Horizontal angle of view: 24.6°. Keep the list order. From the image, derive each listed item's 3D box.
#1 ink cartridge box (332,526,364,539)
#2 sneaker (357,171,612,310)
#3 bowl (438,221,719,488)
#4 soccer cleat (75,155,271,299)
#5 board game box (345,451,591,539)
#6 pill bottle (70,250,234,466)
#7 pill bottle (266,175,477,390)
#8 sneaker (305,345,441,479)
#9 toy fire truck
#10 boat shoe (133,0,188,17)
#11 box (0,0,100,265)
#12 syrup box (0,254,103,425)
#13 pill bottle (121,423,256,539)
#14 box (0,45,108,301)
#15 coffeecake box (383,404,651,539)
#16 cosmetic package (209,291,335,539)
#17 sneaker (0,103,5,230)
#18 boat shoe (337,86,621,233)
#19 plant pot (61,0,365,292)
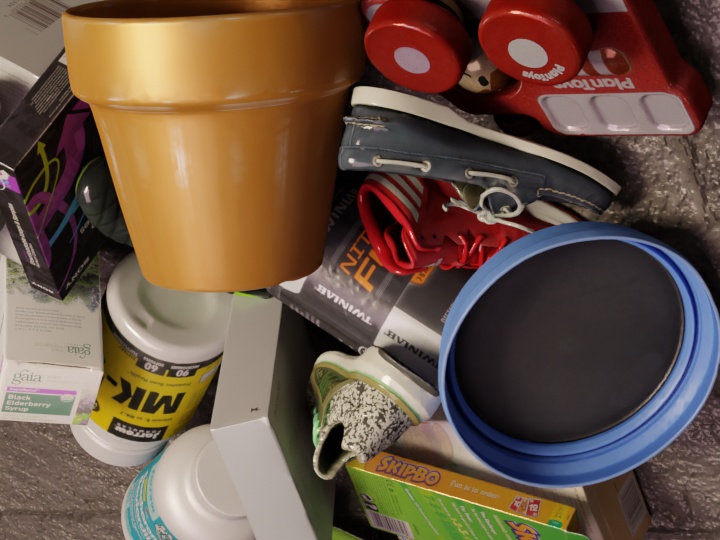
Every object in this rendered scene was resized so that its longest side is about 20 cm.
[{"bbox_3d":[-0.014,0.285,1.426,0.147,0.076,0.200,28,159,-16],"label":"ink cartridge box"},{"bbox_3d":[0.081,-0.009,1.153,0.200,0.116,0.078,34,137,7],"label":"sneaker"},{"bbox_3d":[0.149,0.057,1.138,0.200,0.039,0.201,-5,119,-9],"label":"bowl"},{"bbox_3d":[-0.136,-0.033,1.271,0.081,0.068,0.200,23,173,40],"label":"soccer cleat"},{"bbox_3d":[0.090,0.191,1.255,0.199,0.030,0.096,16,148,26],"label":"board game box"},{"bbox_3d":[-0.183,0.079,1.416,0.114,0.114,0.200,35,138,5],"label":"pill bottle"},{"bbox_3d":[0.000,0.000,1.225,0.200,0.106,0.106,32,137,8],"label":"pill bottle"},{"bbox_3d":[-0.014,0.111,1.209,0.077,0.089,0.200,42,161,-5],"label":"sneaker"},{"bbox_3d":[0.106,-0.141,1.044,0.199,0.112,0.168,1,144,36],"label":"toy fire truck"},{"bbox_3d":[-0.135,-0.135,1.235,0.066,0.072,0.201,22,137,55],"label":"boat shoe"},{"bbox_3d":[-0.256,-0.123,1.291,0.097,0.124,0.200,28,136,14],"label":"box"},{"bbox_3d":[-0.259,0.024,1.358,0.078,0.201,0.082,6,139,-18],"label":"syrup box"},{"bbox_3d":[-0.135,0.197,1.430,0.111,0.111,0.200,42,152,-2],"label":"pill bottle"},{"bbox_3d":[-0.214,-0.081,1.242,0.036,0.143,0.200,27,156,13],"label":"box"},{"bbox_3d":[0.108,0.158,1.305,0.199,0.073,0.154,-3,123,37],"label":"coffeecake box"},{"bbox_3d":[-0.063,0.120,1.304,0.051,0.200,0.151,-12,120,9],"label":"cosmetic package"},{"bbox_3d":[-0.290,-0.069,1.226,0.080,0.071,0.200,35,144,-7],"label":"sneaker"},{"bbox_3d":[0.079,-0.065,1.086,0.199,0.062,0.075,17,178,-26],"label":"boat shoe"},{"bbox_3d":[-0.092,-0.089,1.110,0.199,0.200,0.184,6,107,32],"label":"plant pot"}]
